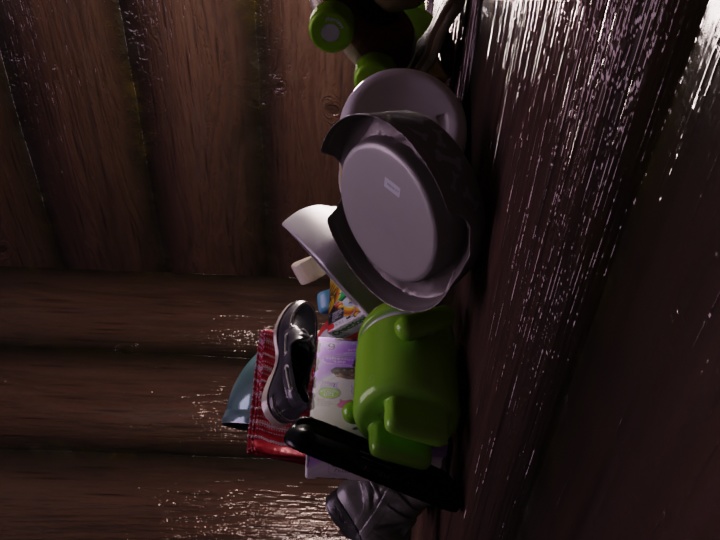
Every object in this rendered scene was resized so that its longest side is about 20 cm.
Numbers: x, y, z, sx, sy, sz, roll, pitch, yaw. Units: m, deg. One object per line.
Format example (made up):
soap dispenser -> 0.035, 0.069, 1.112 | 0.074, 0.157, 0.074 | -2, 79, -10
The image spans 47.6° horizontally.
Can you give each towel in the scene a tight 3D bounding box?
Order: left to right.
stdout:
towel -> -0.077, 0.174, 1.111 | 0.023, 0.143, 0.202 | 121, 157, -44

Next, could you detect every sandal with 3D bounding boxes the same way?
sandal -> 0.097, -0.269, 1.019 | 0.200, 0.053, 0.081 | 121, 165, -57

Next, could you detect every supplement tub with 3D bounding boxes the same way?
supplement tub -> 0.045, -0.129, 0.976 | 0.200, 0.143, 0.147 | 94, 178, -71

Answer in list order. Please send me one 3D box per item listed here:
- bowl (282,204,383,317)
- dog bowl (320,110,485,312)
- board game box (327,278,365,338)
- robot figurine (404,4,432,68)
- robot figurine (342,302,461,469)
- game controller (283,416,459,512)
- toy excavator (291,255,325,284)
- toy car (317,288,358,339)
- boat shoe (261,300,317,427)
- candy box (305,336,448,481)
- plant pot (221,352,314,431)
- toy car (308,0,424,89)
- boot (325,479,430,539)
bowl -> 0.000, 0.000, 1.059 | 0.200, 0.075, 0.200 | 48, 178, -30
dog bowl -> 0.041, -0.063, 0.798 | 0.199, 0.058, 0.202 | 35, 138, 37
board game box -> 0.030, 0.009, 1.206 | 0.199, 0.034, 0.128 | -30, 45, 37
robot figurine -> 0.054, -0.308, 1.206 | 0.175, 0.114, 0.203 | 16, -106, -68
robot figurine -> 0.051, 0.114, 0.895 | 0.201, 0.114, 0.176 | -87, 17, -48
game controller -> 0.012, 0.210, 0.875 | 0.104, 0.198, 0.043 | -74, 5, -87
toy excavator -> -0.008, -0.052, 1.370 | 0.101, 0.198, 0.195 | 60, -166, -11
toy car -> 0.029, 0.102, 1.275 | 0.200, 0.174, 0.187 | 133, 131, -69
boat shoe -> -0.078, 0.114, 1.086 | 0.073, 0.062, 0.201 | 41, -142, -27
candy box -> 0.020, 0.173, 1.030 | 0.201, 0.165, 0.072 | -89, 4, -61
plant pot -> -0.100, 0.178, 1.226 | 0.201, 0.197, 0.136 | 96, -179, -75
toy car -> 0.051, -0.336, 0.978 | 0.158, 0.199, 0.165 | 42, -148, -28
boot -> 0.054, 0.322, 1.026 | 0.200, 0.131, 0.068 | 50, -163, 16
